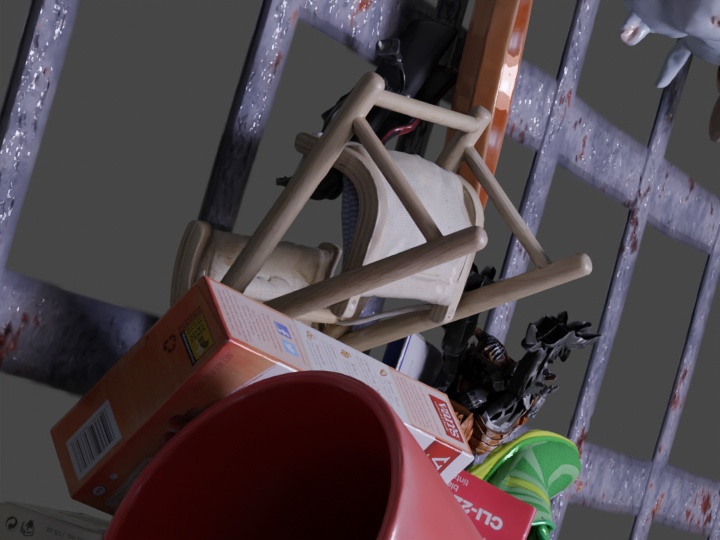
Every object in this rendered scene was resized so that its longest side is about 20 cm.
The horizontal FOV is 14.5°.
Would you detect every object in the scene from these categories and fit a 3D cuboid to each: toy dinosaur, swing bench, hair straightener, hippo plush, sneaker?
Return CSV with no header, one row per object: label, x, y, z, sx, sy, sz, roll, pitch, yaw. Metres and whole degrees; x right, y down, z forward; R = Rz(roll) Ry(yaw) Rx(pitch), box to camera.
toy dinosaur,0.088,0.081,1.911,0.200,0.102,0.136,-73,-171,-74
swing bench,0.000,0.000,1.687,0.200,0.130,0.199,-38,164,16
hair straightener,0.004,-0.111,1.783,0.200,0.041,0.077,-43,141,-43
hippo plush,0.281,-0.231,2.202,0.161,0.200,0.160,22,84,-43
sneaker,0.101,0.173,1.976,0.200,0.084,0.074,-25,155,-54

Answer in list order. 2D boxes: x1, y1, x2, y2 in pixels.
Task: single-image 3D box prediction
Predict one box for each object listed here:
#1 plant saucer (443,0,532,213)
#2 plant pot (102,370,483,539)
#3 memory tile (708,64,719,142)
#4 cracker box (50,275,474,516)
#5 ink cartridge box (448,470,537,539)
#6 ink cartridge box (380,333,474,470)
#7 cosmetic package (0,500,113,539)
plant saucer,0.085,-0.128,1.889,0.200,0.032,0.201,12,90,-85
plant pot,-0.013,0.179,1.475,0.177,0.200,0.201,44,62,-39
memory tile,0.335,-0.213,2.333,0.153,0.017,0.201,133,-29,-59
cracker box,-0.053,0.097,1.570,0.200,0.058,0.134,27,117,-40
ink cartridge box,0.013,0.229,1.670,0.200,0.084,0.144,-67,-172,-31
ink cartridge box,0.019,0.149,1.954,0.200,0.047,0.198,37,71,-62
cosmetic package,-0.172,0.233,1.541,0.105,0.071,0.201,24,82,-65
